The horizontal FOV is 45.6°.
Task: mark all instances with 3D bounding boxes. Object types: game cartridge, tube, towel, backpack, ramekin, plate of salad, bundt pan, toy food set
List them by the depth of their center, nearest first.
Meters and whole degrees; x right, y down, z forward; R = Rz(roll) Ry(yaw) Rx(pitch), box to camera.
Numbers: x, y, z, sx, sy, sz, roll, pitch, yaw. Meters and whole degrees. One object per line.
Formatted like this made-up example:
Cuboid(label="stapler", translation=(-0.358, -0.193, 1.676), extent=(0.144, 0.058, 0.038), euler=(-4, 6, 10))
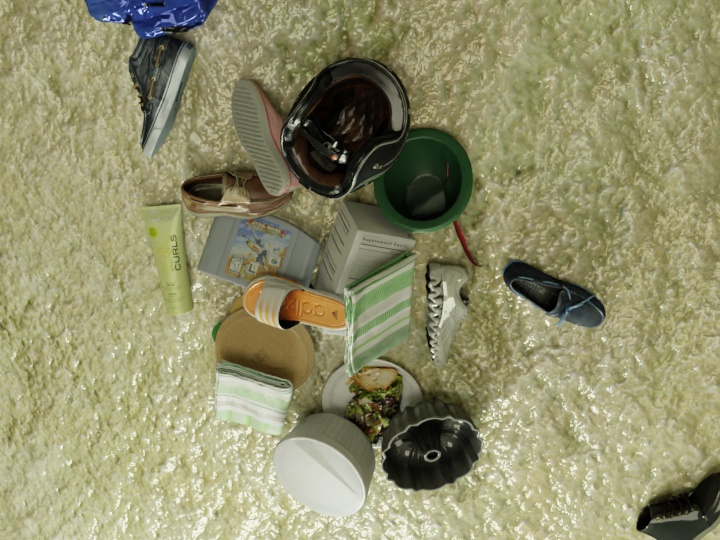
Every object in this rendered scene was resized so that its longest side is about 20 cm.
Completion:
Cuboid(label="backpack", translation=(-0.322, -0.439, 1.284), extent=(0.197, 0.163, 0.170), euler=(-8, 117, 9))
Cuboid(label="towel", translation=(0.033, 0.072, 1.420), extent=(0.023, 0.152, 0.202), euler=(37, 144, 34))
Cuboid(label="game cartridge", translation=(-0.174, -0.031, 1.488), extent=(0.197, 0.042, 0.135), euler=(18, 93, 8))
Cuboid(label="tube", translation=(-0.343, -0.020, 1.545), extent=(0.057, 0.052, 0.203), euler=(-18, 113, -30))
Cuboid(label="toy food set", translation=(-0.182, 0.148, 1.602), extent=(0.199, 0.049, 0.199), euler=(35, 114, -10))
Cuboid(label="bundt pan", translation=(0.127, 0.320, 1.611), extent=(0.198, 0.076, 0.204), euler=(-6, 128, -8))
Cuboid(label="towel", translation=(-0.207, 0.248, 1.616), extent=(0.147, 0.031, 0.201), euler=(17, 142, 1))
Cuboid(label="plate of salad", translation=(0.023, 0.261, 1.631), extent=(0.196, 0.048, 0.203), euler=(2, 115, 5))
Cuboid(label="ramekin", translation=(-0.061, 0.363, 1.636), extent=(0.200, 0.094, 0.205), euler=(16, 128, 20))

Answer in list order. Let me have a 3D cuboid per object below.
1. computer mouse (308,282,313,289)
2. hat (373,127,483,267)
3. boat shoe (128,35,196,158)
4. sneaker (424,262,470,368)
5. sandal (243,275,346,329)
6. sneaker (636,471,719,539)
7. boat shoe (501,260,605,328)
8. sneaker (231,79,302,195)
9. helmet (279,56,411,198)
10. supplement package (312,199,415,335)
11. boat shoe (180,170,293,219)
Cuboid(label="computer mouse", translation=(-0.170, -0.004, 1.519), extent=(0.198, 0.034, 0.059), euler=(30, 90, 9))
Cuboid(label="hat", translation=(0.117, -0.116, 1.464), extent=(0.163, 0.176, 0.203), euler=(-5, 77, 10))
Cuboid(label="boat shoe", translation=(-0.343, -0.293, 1.409), extent=(0.090, 0.071, 0.202), euler=(24, 108, -4))
Cuboid(label="sneaker", translation=(0.156, 0.083, 1.525), extent=(0.080, 0.075, 0.203), euler=(-2, 115, -2))
Cuboid(label="sandal", translation=(-0.113, 0.060, 1.414), extent=(0.204, 0.059, 0.081), euler=(8, 109, 22))
Cuboid(label="sneaker", translation=(0.618, 0.454, 1.637), extent=(0.105, 0.075, 0.202), euler=(22, 116, -7))
Cuboid(label="boat shoe", translation=(0.333, 0.056, 1.489), extent=(0.197, 0.069, 0.085), euler=(20, 116, -3))
Cuboid(label="sneaker", translation=(-0.138, -0.223, 1.420), extent=(0.075, 0.104, 0.203), euler=(-32, 79, 45))
Cuboid(label="helmet", translation=(-0.015, -0.227, 1.332), extent=(0.198, 0.191, 0.201), euler=(28, 146, 21))
Cuboid(label="supplement package", translation=(0.000, 0.000, 1.463), extent=(0.112, 0.110, 0.202), euler=(9, 118, -23))
Cuboid(label="boat shoe", translation=(-0.211, -0.131, 1.449), extent=(0.197, 0.077, 0.072), euler=(-7, 155, 9))
